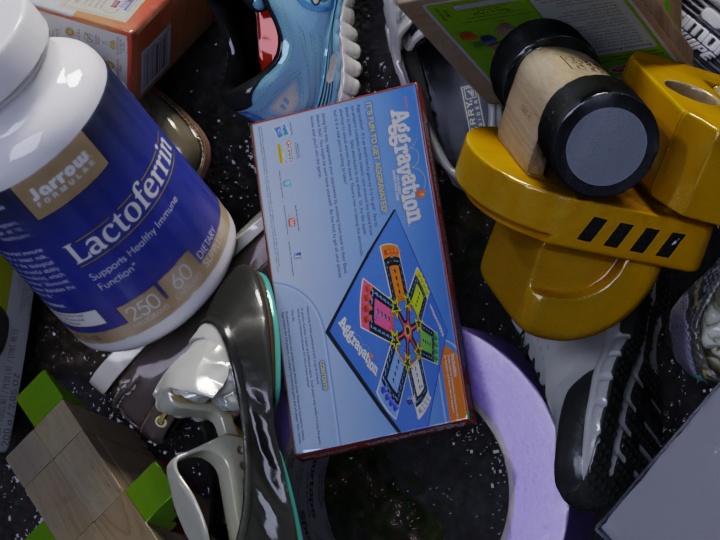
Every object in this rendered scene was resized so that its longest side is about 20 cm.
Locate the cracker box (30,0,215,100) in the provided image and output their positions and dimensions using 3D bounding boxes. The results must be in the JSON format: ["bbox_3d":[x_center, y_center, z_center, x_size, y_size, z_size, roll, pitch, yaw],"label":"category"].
[{"bbox_3d":[-0.193,-0.175,1.555,0.200,0.134,0.058,18,129,17],"label":"cracker box"}]

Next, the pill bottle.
[{"bbox_3d":[-0.168,-0.057,1.461,0.116,0.200,0.116,-26,35,20],"label":"pill bottle"}]

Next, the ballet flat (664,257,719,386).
[{"bbox_3d":[0.247,-0.013,1.440,0.072,0.072,0.200,42,105,15],"label":"ballet flat"}]

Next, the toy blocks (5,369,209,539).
[{"bbox_3d":[-0.115,0.159,1.511,0.100,0.137,0.200,-45,57,10],"label":"toy blocks"}]

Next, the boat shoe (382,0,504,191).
[{"bbox_3d":[0.046,-0.140,1.520,0.072,0.066,0.200,-13,83,15],"label":"boat shoe"}]

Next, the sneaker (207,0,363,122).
[{"bbox_3d":[-0.045,-0.179,1.525,0.078,0.090,0.200,-5,83,47],"label":"sneaker"}]

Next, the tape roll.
[{"bbox_3d":[0.030,0.127,1.495,0.200,0.085,0.200,-1,86,15],"label":"tape roll"}]

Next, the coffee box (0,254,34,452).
[{"bbox_3d":[-0.326,-0.006,1.526,0.200,0.198,0.200,7,87,31],"label":"coffee box"}]

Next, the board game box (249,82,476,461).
[{"bbox_3d":[0.000,0.000,1.466,0.103,0.019,0.200,-13,71,15],"label":"board game box"}]

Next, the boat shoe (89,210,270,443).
[{"bbox_3d":[-0.069,0.016,1.537,0.200,0.072,0.060,-44,88,0],"label":"boat shoe"}]

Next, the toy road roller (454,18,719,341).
[{"bbox_3d":[0.146,-0.036,1.378,0.200,0.123,0.146,11,111,-20],"label":"toy road roller"}]

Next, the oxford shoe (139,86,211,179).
[{"bbox_3d":[-0.184,-0.101,1.578,0.200,0.074,0.071,26,93,16],"label":"oxford shoe"}]

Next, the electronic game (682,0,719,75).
[{"bbox_3d":[0.192,-0.127,1.490,0.200,0.042,0.200,-1,85,16],"label":"electronic game"}]

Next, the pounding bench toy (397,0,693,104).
[{"bbox_3d":[0.139,-0.200,1.422,0.200,0.124,0.156,-7,64,26],"label":"pounding bench toy"}]

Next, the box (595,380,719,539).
[{"bbox_3d":[0.240,0.095,1.386,0.104,0.182,0.200,41,98,14],"label":"box"}]

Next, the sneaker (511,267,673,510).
[{"bbox_3d":[0.123,0.051,1.435,0.080,0.074,0.200,-10,44,23],"label":"sneaker"}]

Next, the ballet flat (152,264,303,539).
[{"bbox_3d":[-0.073,0.089,1.436,0.068,0.068,0.200,2,66,-27],"label":"ballet flat"}]
